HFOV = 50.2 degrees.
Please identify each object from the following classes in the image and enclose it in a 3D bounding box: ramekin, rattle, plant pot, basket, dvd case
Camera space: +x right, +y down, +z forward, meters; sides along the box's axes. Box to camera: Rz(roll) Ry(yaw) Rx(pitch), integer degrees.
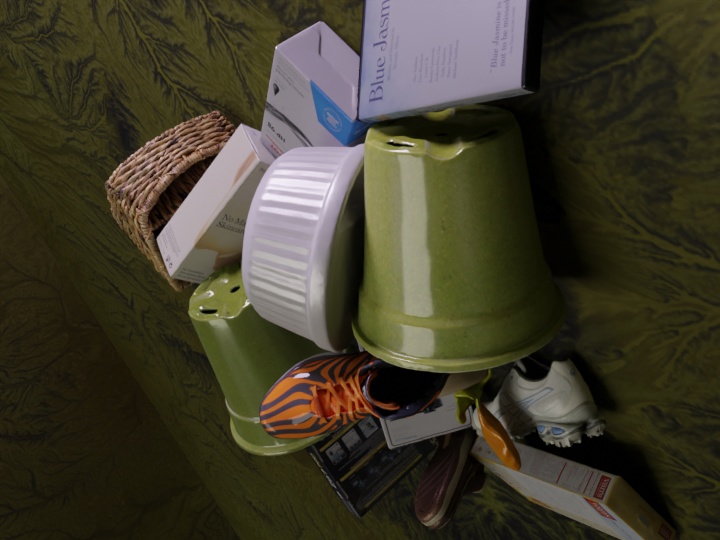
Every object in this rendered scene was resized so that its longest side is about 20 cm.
[{"bbox_3d":[-0.040,-0.030,0.755,0.094,0.203,0.203,13,141,15],"label":"ramekin"},{"bbox_3d":[0.054,0.166,0.826,0.130,0.199,0.143,18,123,64],"label":"rattle"},{"bbox_3d":[-0.114,0.088,0.951,0.200,0.200,0.190,15,139,50],"label":"plant pot"},{"bbox_3d":[0.078,-0.042,0.684,0.200,0.200,0.185,21,129,46],"label":"plant pot"},{"bbox_3d":[-0.217,-0.100,1.035,0.149,0.200,0.143,46,155,14],"label":"basket"},{"bbox_3d":[0.062,-0.196,0.592,0.200,0.017,0.143,5,92,55],"label":"dvd case"}]

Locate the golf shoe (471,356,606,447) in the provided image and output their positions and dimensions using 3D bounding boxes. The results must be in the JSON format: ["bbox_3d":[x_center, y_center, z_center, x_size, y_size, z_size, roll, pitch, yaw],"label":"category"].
[{"bbox_3d":[0.189,0.140,0.865,0.200,0.078,0.098,-21,84,60],"label":"golf shoe"}]

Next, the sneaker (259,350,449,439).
[{"bbox_3d":[-0.009,0.111,0.720,0.112,0.199,0.078,-7,-106,-86],"label":"sneaker"}]

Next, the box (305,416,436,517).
[{"bbox_3d":[0.024,0.200,1.029,0.161,0.200,0.049,57,158,-12],"label":"box"}]

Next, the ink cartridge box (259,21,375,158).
[{"bbox_3d":[-0.044,-0.154,0.844,0.116,0.067,0.200,45,153,11],"label":"ink cartridge box"}]

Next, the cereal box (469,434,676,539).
[{"bbox_3d":[0.241,0.253,0.886,0.144,0.040,0.200,42,160,-32],"label":"cereal box"}]

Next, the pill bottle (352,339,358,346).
[{"bbox_3d":[-0.027,0.152,1.148,0.114,0.114,0.200,-3,121,59],"label":"pill bottle"}]

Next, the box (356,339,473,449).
[{"bbox_3d":[0.063,0.113,0.929,0.060,0.116,0.201,-106,-1,-59],"label":"box"}]

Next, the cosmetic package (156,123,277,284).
[{"bbox_3d":[-0.153,-0.073,0.953,0.200,0.105,0.071,-48,52,26],"label":"cosmetic package"}]

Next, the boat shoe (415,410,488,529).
[{"bbox_3d":[0.129,0.249,0.957,0.075,0.202,0.075,40,126,-5],"label":"boat shoe"}]
